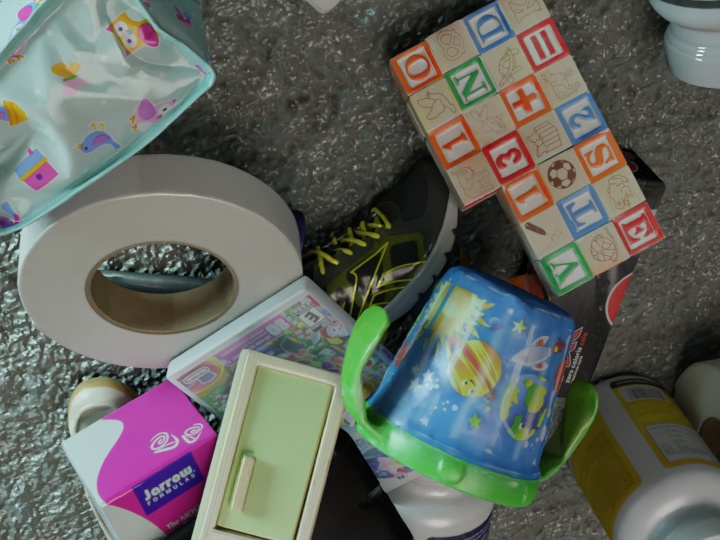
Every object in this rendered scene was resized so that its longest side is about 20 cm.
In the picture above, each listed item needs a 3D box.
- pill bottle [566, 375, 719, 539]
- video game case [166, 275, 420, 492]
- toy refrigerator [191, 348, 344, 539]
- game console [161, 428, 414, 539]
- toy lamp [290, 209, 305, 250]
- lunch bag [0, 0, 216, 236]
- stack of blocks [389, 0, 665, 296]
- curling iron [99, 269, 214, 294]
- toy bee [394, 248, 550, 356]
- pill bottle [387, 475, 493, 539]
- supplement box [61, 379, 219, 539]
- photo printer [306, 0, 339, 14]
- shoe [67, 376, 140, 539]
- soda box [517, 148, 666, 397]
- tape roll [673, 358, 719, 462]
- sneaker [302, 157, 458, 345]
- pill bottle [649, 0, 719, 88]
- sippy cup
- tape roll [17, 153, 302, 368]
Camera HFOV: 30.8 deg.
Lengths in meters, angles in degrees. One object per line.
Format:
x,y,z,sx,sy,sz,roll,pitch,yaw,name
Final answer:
0.249,0.186,1.094,0.110,0.201,0.113,-6,121,-11,pill bottle
-0.027,0.101,0.981,0.142,0.018,0.200,-31,122,27,video game case
-0.069,0.161,0.897,0.075,0.070,0.203,16,85,-9,toy refrigerator
-0.062,0.240,0.995,0.199,0.116,0.177,-34,94,-15,game console
-0.140,-0.037,0.942,0.198,0.058,0.059,13,116,-21,toy lamp
-0.196,-0.115,0.814,0.200,0.171,0.122,-40,116,12,lunch bag
0.115,-0.083,0.925,0.114,0.059,0.202,-28,89,1,stack of blocks
-0.107,0.027,1.006,0.198,0.026,0.050,13,112,-22,curling iron
0.076,0.049,1.037,0.108,0.198,0.133,17,80,-53,toy bee
0.055,0.214,1.110,0.109,0.111,0.202,-3,120,-14,pill bottle
-0.135,0.201,1.008,0.101,0.103,0.202,-30,121,-15,supplement box
-0.017,-0.288,0.822,0.166,0.070,0.200,35,105,-29,photo printer
-0.185,0.174,1.055,0.069,0.054,0.202,-16,122,-6,shoe
0.171,0.002,1.048,0.070,0.064,0.202,6,118,-18,soda box
0.369,0.166,1.117,0.137,0.203,0.205,-8,122,-9,tape roll
0.000,0.000,0.977,0.084,0.074,0.201,28,95,-29,sneaker
0.250,-0.238,0.898,0.114,0.116,0.202,-17,123,-5,pill bottle
0.080,0.072,0.894,0.177,0.139,0.132,11,102,-65,sippy cup
-0.139,-0.001,0.916,0.200,0.037,0.204,-6,143,-4,tape roll
